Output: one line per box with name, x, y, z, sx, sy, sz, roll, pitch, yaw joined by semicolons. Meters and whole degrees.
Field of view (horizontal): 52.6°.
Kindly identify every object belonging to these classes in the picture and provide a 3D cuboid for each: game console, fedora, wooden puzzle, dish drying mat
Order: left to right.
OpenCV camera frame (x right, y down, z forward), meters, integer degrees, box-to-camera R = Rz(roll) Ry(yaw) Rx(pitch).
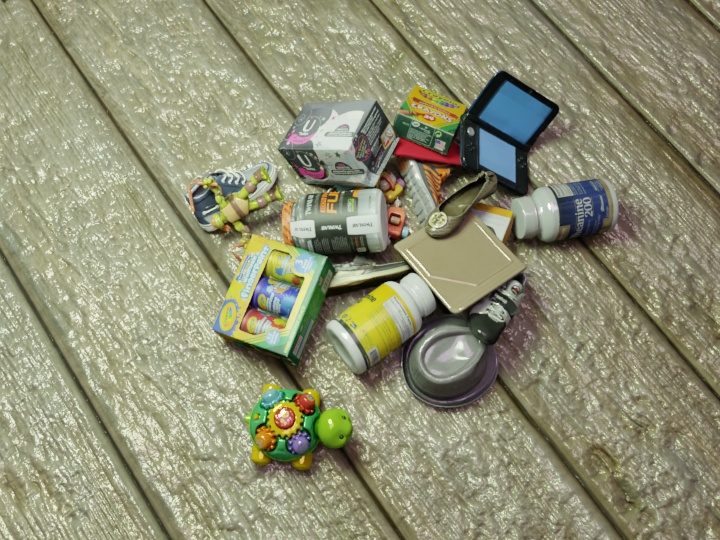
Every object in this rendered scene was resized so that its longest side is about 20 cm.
dish drying mat;0.155;-0.251;1.507;0.196;0.018;0.078;6;46;-18
fedora;0.173;0.160;1.370;0.196;0.091;0.180;-18;70;-11
wooden puzzle;0.189;-0.022;1.398;0.183;0.038;0.200;-30;58;-22
game console;0.310;-0.277;1.498;0.197;0.118;0.174;19;64;-33

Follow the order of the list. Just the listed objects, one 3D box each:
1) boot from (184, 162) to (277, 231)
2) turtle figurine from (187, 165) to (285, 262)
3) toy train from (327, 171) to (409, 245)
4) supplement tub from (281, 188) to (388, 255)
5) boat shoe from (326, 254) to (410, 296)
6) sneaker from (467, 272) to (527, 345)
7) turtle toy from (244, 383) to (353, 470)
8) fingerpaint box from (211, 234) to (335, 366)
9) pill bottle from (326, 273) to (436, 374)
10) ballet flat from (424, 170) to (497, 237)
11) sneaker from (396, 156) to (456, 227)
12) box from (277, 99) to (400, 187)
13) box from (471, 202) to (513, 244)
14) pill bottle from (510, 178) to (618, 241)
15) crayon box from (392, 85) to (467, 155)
boot;-0.256;-0.172;1.466;0.072;0.091;0.200;31;66;38
turtle figurine;-0.229;-0.119;1.425;0.160;0.065;0.202;-31;110;5
toy train;0.020;-0.148;1.504;0.197;0.056;0.152;21;68;4
supplement tub;-0.048;-0.092;1.429;0.195;0.123;0.125;-4;67;9
boat shoe;0.000;0.000;1.433;0.196;0.073;0.066;-11;74;-8
sneaker;0.262;0.059;1.371;0.074;0.089;0.200;36;39;4
turtle toy;-0.111;0.274;1.298;0.195;0.101;0.149;7;67;-1
fingerpaint box;-0.161;0.053;1.371;0.164;0.074;0.203;17;73;19
pill bottle;0.042;0.094;1.377;0.198;0.113;0.113;-34;74;-17
ballet flat;0.199;-0.136;1.430;0.199;0.047;0.067;-37;58;-23
sneaker;0.159;-0.175;1.515;0.110;0.077;0.204;-16;82;-25
box;-0.046;-0.254;1.461;0.197;0.115;0.134;8;61;41
box;0.222;-0.042;1.468;0.117;0.042;0.203;17;69;22
pill bottle;0.414;-0.120;1.490;0.196;0.111;0.113;-9;68;-7
crayon box;0.151;-0.326;1.539;0.125;0.051;0.201;22;36;4
